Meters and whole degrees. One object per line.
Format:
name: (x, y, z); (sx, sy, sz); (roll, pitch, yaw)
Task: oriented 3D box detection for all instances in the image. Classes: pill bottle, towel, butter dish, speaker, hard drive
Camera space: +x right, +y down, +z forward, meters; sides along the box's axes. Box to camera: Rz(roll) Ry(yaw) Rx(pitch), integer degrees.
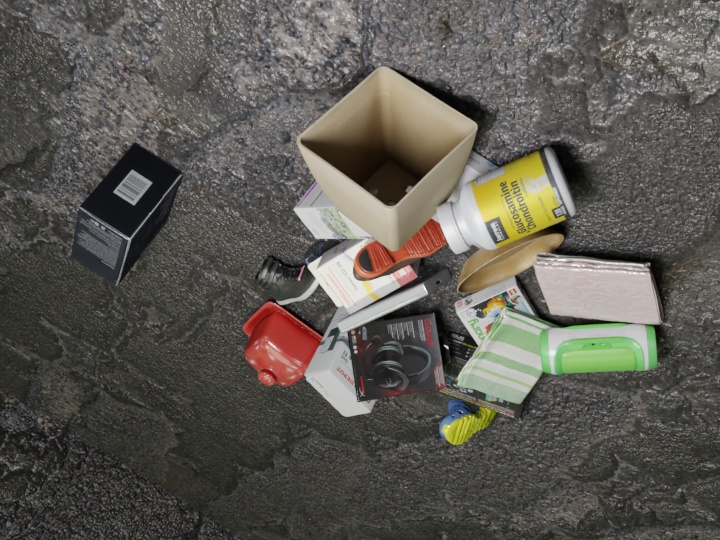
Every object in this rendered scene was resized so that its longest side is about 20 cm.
pill bottle: (0.223, -0.100, 1.320); (0.198, 0.113, 0.113); (-24, 125, 17)
towel: (0.289, 0.166, 1.628); (0.150, 0.024, 0.202); (18, 124, -14)
butter dish: (-0.190, 0.199, 1.989); (0.198, 0.149, 0.200); (35, 144, -11)
speaker: (0.422, 0.140, 1.530); (0.196, 0.089, 0.089); (-4, 136, 15)
towel: (0.405, 0.034, 1.458); (0.197, 0.033, 0.191); (6, 153, 28)
hard drive: (0.065, 0.057, 1.621); (0.198, 0.132, 0.027); (-27, 90, 29)

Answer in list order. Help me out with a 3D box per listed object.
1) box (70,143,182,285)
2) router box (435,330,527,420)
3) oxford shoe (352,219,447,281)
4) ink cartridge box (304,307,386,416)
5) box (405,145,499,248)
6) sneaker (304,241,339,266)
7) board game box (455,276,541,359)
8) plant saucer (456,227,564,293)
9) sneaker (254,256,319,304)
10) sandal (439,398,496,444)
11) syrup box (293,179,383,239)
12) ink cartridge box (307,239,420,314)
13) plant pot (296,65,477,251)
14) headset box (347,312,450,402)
box: (-0.479, -0.113, 1.755); (0.123, 0.201, 0.197); (31, 144, -3)
router box: (0.258, 0.219, 1.788); (0.197, 0.063, 0.151); (18, 142, 14)
oxford shoe: (0.071, -0.038, 1.518); (0.072, 0.197, 0.073); (64, 161, 13)
ink cartridge box: (-0.011, 0.182, 1.803); (0.082, 0.202, 0.147); (-16, 127, 45)
box: (0.184, -0.122, 1.439); (0.198, 0.041, 0.156); (30, 144, -4)
sneaker: (-0.023, 0.009, 1.713); (0.197, 0.076, 0.079); (24, 148, 9)
board game box: (0.279, 0.112, 1.625); (0.125, 0.035, 0.201); (-26, 122, 19)
plant saucer: (0.244, -0.024, 1.434); (0.036, 0.198, 0.200); (65, 146, 16)
sneaker: (-0.155, 0.011, 1.800); (0.099, 0.071, 0.199); (37, 148, -21)
sandal: (0.219, 0.313, 1.851); (0.087, 0.199, 0.080); (35, 112, 26)
syrup box: (-0.021, -0.110, 1.526); (0.198, 0.082, 0.079); (4, 139, 50)
ink cartridge box: (0.000, 0.000, 1.612); (0.198, 0.068, 0.117); (-30, 108, 23)
plant pot: (0.044, -0.153, 1.330); (0.199, 0.200, 0.178); (37, 157, 25)
headset box: (0.079, 0.172, 1.706); (0.196, 0.152, 0.077); (-8, 171, -2)
